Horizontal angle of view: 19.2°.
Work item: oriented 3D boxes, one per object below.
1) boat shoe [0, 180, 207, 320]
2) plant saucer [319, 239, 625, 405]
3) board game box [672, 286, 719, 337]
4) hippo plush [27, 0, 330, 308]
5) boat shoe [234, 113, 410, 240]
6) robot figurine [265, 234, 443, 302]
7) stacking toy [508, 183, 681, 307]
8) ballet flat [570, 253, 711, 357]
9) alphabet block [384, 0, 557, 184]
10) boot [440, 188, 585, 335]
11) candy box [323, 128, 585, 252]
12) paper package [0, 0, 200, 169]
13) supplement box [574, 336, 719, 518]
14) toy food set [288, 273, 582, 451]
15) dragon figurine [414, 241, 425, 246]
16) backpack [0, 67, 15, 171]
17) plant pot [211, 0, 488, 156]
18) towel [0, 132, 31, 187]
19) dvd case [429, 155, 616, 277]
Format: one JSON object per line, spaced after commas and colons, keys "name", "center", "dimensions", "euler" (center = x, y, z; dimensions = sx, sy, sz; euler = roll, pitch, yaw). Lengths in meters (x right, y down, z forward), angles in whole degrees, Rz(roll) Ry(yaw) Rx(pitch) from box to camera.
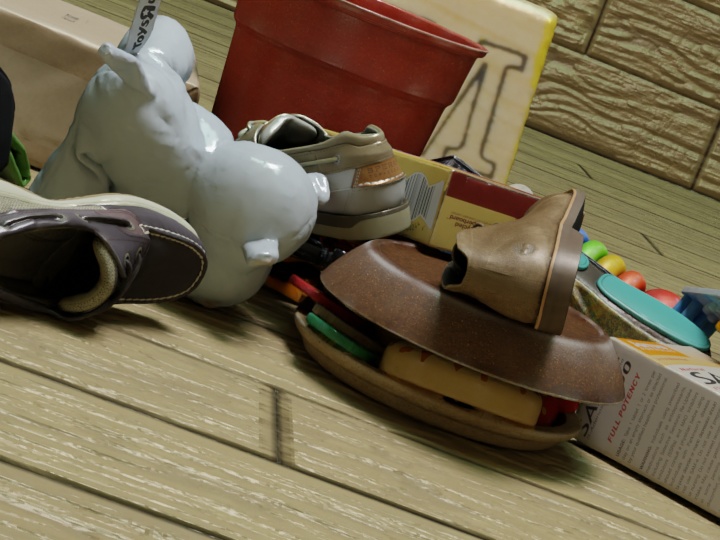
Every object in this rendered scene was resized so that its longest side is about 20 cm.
{"name": "boat shoe", "center": [-0.155, -0.004, 1.157], "dimensions": [0.200, 0.072, 0.065], "euler": [15, 24, -49]}
{"name": "plant saucer", "center": [0.074, 0.026, 1.296], "dimensions": [0.200, 0.035, 0.200], "euler": [22, 9, -4]}
{"name": "board game box", "center": [0.310, 0.089, 1.497], "dimensions": [0.200, 0.026, 0.200], "euler": [43, -1, -2]}
{"name": "hippo plush", "center": [-0.097, -0.070, 1.310], "dimensions": [0.161, 0.200, 0.159], "euler": [31, 42, -5]}
{"name": "boat shoe", "center": [-0.048, -0.069, 1.390], "dimensions": [0.200, 0.068, 0.075], "euler": [9, 22, 40]}
{"name": "robot figurine", "center": [0.000, 0.000, 1.480], "dimensions": [0.200, 0.058, 0.145], "euler": [19, 10, -23]}
{"name": "stacking toy", "center": [0.192, 0.008, 1.830], "dimensions": [0.200, 0.085, 0.085], "euler": [33, 13, 22]}
{"name": "ballet flat", "center": [0.153, 0.021, 1.500], "dimensions": [0.200, 0.071, 0.071], "euler": [36, 13, 11]}
{"name": "alphabet block", "center": [0.029, -0.155, 1.846], "dimensions": [0.200, 0.196, 0.195], "euler": [19, -6, -10]}
{"name": "boot", "center": [0.092, -0.015, 1.272], "dimensions": [0.075, 0.074, 0.200], "euler": [12, 12, 4]}
{"name": "candy box", "center": [0.043, -0.048, 1.445], "dimensions": [0.117, 0.056, 0.200], "euler": [16, 2, -35]}
{"name": "paper package", "center": [-0.223, -0.140, 1.619], "dimensions": [0.191, 0.104, 0.200], "euler": [20, 9, -9]}
{"name": "supplement box", "center": [0.251, 0.116, 1.352], "dimensions": [0.200, 0.074, 0.126], "euler": [28, 11, 32]}
{"name": "toy food set", "center": [0.047, 0.054, 1.324], "dimensions": [0.198, 0.049, 0.200], "euler": [28, 12, 31]}
{"name": "dragon figurine", "center": [0.069, -0.006, 1.648], "dimensions": [0.099, 0.059, 0.200], "euler": [20, 6, -2]}
{"name": "backpack", "center": [-0.328, -0.126, 1.271], "dimensions": [0.200, 0.154, 0.163], "euler": [10, 9, 27]}
{"name": "plant pot", "center": [-0.031, -0.116, 1.627], "dimensions": [0.201, 0.195, 0.201], "euler": [22, 9, -4]}
{"name": "towel", "center": [-0.314, -0.133, 1.408], "dimensions": [0.200, 0.031, 0.149], "euler": [25, -18, 14]}
{"name": "dvd case", "center": [0.119, -0.024, 1.698], "dimensions": [0.200, 0.016, 0.149], "euler": [37, -14, -16]}
